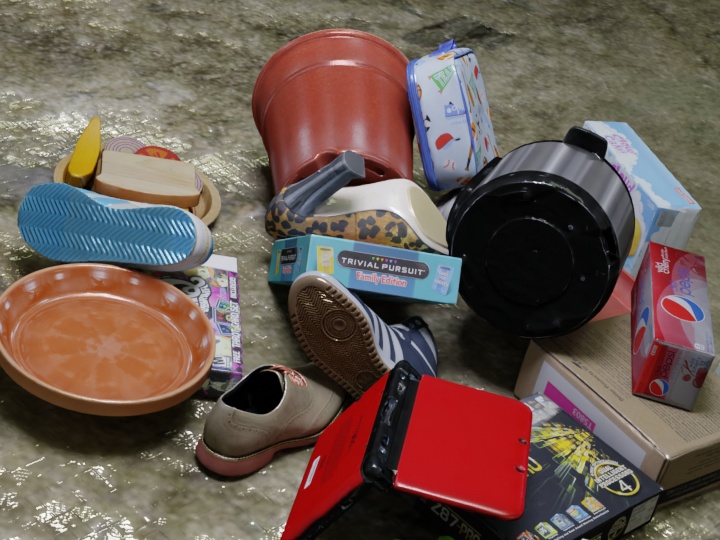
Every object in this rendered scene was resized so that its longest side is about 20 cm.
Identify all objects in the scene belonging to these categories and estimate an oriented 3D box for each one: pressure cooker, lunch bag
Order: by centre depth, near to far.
[{"bbox_3d":[0.189,-0.037,1.535,0.175,0.180,0.200,-21,11,24],"label":"pressure cooker"},{"bbox_3d":[0.103,-0.177,1.713,0.075,0.162,0.200,-13,8,12],"label":"lunch bag"}]

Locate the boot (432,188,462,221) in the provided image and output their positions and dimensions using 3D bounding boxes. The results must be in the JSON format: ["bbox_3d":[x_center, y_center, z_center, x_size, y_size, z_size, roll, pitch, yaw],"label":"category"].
[{"bbox_3d":[0.145,-0.070,1.733,0.199,0.074,0.095,-24,6,-39],"label":"boot"}]

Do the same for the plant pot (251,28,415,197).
[{"bbox_3d":[-0.021,-0.130,1.686,0.199,0.202,0.196,9,40,-13],"label":"plant pot"}]

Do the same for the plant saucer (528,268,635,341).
[{"bbox_3d":[0.225,0.029,1.687,0.199,0.037,0.200,-7,38,-35],"label":"plant saucer"}]

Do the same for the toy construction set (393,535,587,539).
[{"bbox_3d":[0.107,0.270,1.203,0.198,0.093,0.132,1,32,-5],"label":"toy construction set"}]

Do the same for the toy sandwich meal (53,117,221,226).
[{"bbox_3d":[-0.238,-0.100,1.632,0.203,0.071,0.206,13,31,-8],"label":"toy sandwich meal"}]

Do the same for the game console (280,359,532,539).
[{"bbox_3d":[0.042,0.172,1.275,0.119,0.172,0.200,43,22,-8],"label":"game console"}]

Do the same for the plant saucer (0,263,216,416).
[{"bbox_3d":[-0.229,0.064,1.347,0.198,0.033,0.201,11,34,-7],"label":"plant saucer"}]

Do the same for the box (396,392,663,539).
[{"bbox_3d":[0.153,0.198,1.371,0.199,0.049,0.161,-17,42,-41],"label":"box"}]

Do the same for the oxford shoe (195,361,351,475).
[{"bbox_3d":[-0.066,0.116,1.367,0.070,0.075,0.200,29,32,21],"label":"oxford shoe"}]

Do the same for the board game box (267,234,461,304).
[{"bbox_3d":[0.000,0.000,1.512,0.150,0.047,0.200,9,-3,-13],"label":"board game box"}]

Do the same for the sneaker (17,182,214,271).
[{"bbox_3d":[-0.239,-0.035,1.465,0.198,0.077,0.081,12,-5,17],"label":"sneaker"}]

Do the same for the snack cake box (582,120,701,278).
[{"bbox_3d":[0.322,-0.082,1.836,0.067,0.116,0.200,1,34,-23],"label":"snack cake box"}]

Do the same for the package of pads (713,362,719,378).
[{"bbox_3d":[0.472,0.166,1.559,0.153,0.069,0.200,-1,36,-27],"label":"package of pads"}]

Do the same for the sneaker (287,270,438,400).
[{"bbox_3d":[0.006,0.059,1.426,0.200,0.070,0.109,50,26,-22],"label":"sneaker"}]

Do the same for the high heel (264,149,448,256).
[{"bbox_3d":[0.002,-0.041,1.601,0.199,0.142,0.072,35,41,-31],"label":"high heel"}]

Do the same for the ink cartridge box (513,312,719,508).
[{"bbox_3d":[0.278,0.136,1.505,0.164,0.076,0.200,-11,40,-37],"label":"ink cartridge box"}]

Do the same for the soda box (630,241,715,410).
[{"bbox_3d":[0.310,0.051,1.517,0.063,0.070,0.200,15,30,0],"label":"soda box"}]

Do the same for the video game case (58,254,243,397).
[{"bbox_3d":[-0.205,0.041,1.456,0.180,0.036,0.201,8,32,-11],"label":"video game case"}]
